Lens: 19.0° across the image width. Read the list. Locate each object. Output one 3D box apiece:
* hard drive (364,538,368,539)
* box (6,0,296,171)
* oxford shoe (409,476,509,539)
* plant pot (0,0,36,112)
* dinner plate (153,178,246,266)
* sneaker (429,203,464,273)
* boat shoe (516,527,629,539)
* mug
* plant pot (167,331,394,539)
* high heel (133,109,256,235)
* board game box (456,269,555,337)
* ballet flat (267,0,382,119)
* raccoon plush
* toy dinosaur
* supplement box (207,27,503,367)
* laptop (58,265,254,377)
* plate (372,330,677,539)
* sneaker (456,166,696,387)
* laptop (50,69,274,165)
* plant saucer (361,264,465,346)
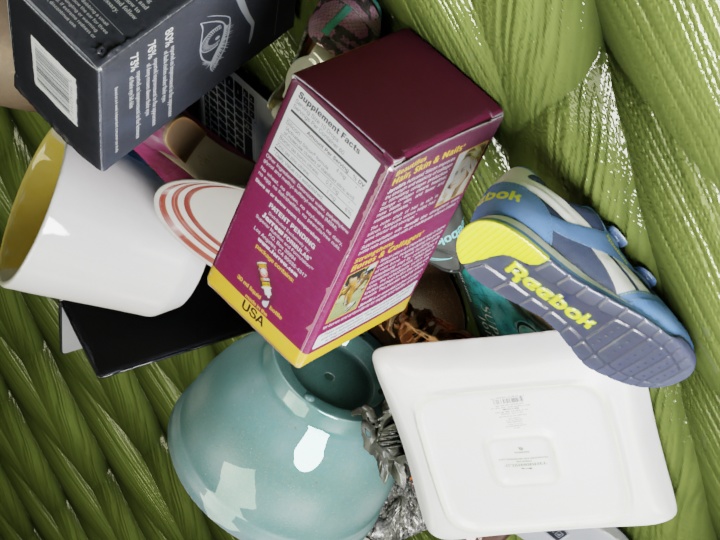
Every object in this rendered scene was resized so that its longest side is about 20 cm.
[{"bbox_3d":[-0.024,0.185,2.142,0.200,0.038,0.140,50,158,3],"label":"hard drive"},{"bbox_3d":[-0.146,-0.193,1.542,0.104,0.200,0.148,44,157,15],"label":"box"},{"bbox_3d":[0.066,0.149,1.832,0.200,0.072,0.071,56,169,22],"label":"oxford shoe"},{"bbox_3d":[-0.307,-0.217,1.870,0.174,0.201,0.200,26,153,12],"label":"plant pot"},{"bbox_3d":[-0.072,-0.025,1.727,0.199,0.024,0.200,20,159,8],"label":"dinner plate"},{"bbox_3d":[0.009,-0.047,1.650,0.200,0.075,0.079,23,148,50],"label":"sneaker"},{"bbox_3d":[0.165,0.204,1.768,0.200,0.071,0.070,38,-152,-21],"label":"boat shoe"},{"bbox_3d":[-0.214,-0.042,1.851,0.153,0.150,0.187,20,-152,-20],"label":"mug"},{"bbox_3d":[-0.046,0.121,1.798,0.200,0.200,0.134,44,130,15],"label":"plant pot"},{"bbox_3d":[-0.144,-0.089,1.786,0.096,0.067,0.200,32,174,36],"label":"high heel"},{"bbox_3d":[0.149,0.079,1.642,0.135,0.028,0.200,26,148,48],"label":"board game box"},{"bbox_3d":[-0.031,-0.140,1.580,0.069,0.071,0.200,45,158,10],"label":"ballet flat"},{"bbox_3d":[0.052,0.160,1.939,0.200,0.097,0.134,-23,93,38],"label":"raccoon plush"},{"bbox_3d":[0.067,0.088,1.684,0.136,0.102,0.200,-54,55,36],"label":"toy dinosaur"},{"bbox_3d":[-0.006,-0.050,1.502,0.103,0.131,0.200,43,131,20],"label":"supplement box"},{"bbox_3d":[-0.168,0.056,1.949,0.200,0.186,0.116,107,144,-65],"label":"laptop"},{"bbox_3d":[0.123,0.131,1.601,0.199,0.032,0.201,-5,128,16],"label":"plate"},{"bbox_3d":[0.157,0.004,1.461,0.200,0.082,0.074,39,135,-20],"label":"sneaker"},{"bbox_3d":[-0.157,-0.101,1.828,0.200,0.116,0.188,42,158,19],"label":"laptop"},{"bbox_3d":[0.000,0.000,1.778,0.200,0.037,0.201,38,156,21],"label":"plant saucer"}]
